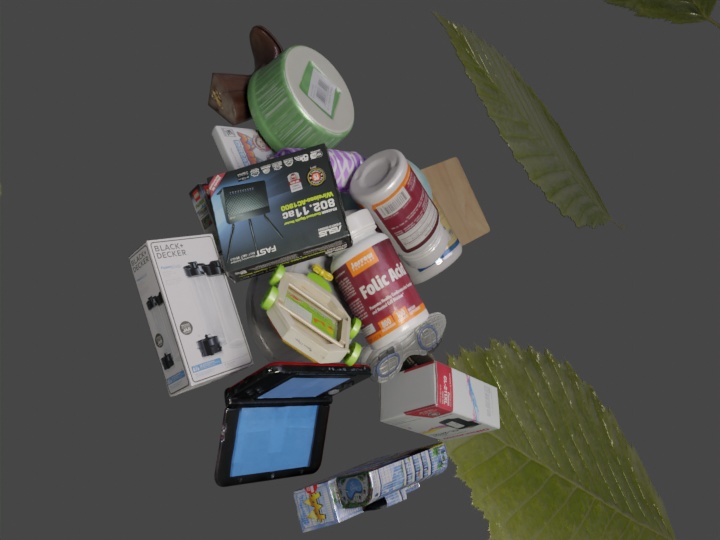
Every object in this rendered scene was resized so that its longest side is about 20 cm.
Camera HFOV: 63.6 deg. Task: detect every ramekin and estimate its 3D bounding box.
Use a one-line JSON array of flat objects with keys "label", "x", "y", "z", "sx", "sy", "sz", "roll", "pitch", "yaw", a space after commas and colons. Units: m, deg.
[{"label": "ramekin", "x": -0.087, "y": 0.061, "z": 0.967, "sx": 0.199, "sy": 0.093, "sz": 0.209, "roll": 27, "pitch": 50, "yaw": -37}, {"label": "ramekin", "x": -0.101, "y": -0.304, "z": 1.060, "sx": 0.197, "sy": 0.096, "sz": 0.206, "roll": 27, "pitch": 51, "yaw": -38}]

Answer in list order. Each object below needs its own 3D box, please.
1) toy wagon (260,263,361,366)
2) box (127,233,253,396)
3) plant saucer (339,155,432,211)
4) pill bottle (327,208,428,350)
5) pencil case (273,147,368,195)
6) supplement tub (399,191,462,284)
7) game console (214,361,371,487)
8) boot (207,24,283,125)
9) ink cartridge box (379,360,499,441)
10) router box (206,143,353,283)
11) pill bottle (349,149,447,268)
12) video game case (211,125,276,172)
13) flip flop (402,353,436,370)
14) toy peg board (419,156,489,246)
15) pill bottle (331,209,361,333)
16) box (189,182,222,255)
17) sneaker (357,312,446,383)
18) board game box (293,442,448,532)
[{"label": "toy wagon", "x": -0.068, "y": 0.055, "z": 0.849, "sx": 0.153, "sy": 0.040, "sz": 0.201, "roll": 36, "pitch": 20, "yaw": -14}, {"label": "box", "x": -0.238, "y": 0.058, "z": 0.820, "sx": 0.115, "sy": 0.059, "sz": 0.206, "roll": -9, "pitch": 77, "yaw": -51}, {"label": "plant saucer", "x": 0.049, "y": -0.125, "z": 1.152, "sx": 0.205, "sy": 0.197, "sz": 0.039, "roll": 58, "pitch": 7, "yaw": -5}, {"label": "pill bottle", "x": 0.019, "y": 0.013, "z": 0.945, "sx": 0.113, "sy": 0.113, "sz": 0.204, "roll": -24, "pitch": 84, "yaw": -51}, {"label": "pencil case", "x": -0.068, "y": -0.168, "z": 1.025, "sx": 0.197, "sy": 0.083, "sz": 0.088, "roll": -9, "pitch": 76, "yaw": -48}, {"label": "supplement tub", "x": 0.115, "y": -0.091, "z": 1.246, "sx": 0.204, "sy": 0.143, "sz": 0.144, "roll": 59, "pitch": 39, "yaw": -6}, {"label": "game console", "x": -0.089, "y": 0.215, "z": 0.821, "sx": 0.196, "sy": 0.170, "sz": 0.122, "roll": 10, "pitch": 57, "yaw": -45}, {"label": "boot", "x": -0.219, "y": -0.370, "z": 1.087, "sx": 0.198, "sy": 0.064, "sz": 0.191, "roll": -28, "pitch": 89, "yaw": -47}, {"label": "ink cartridge box", "x": 0.151, "y": 0.251, "z": 1.094, "sx": 0.197, "sy": 0.144, "sz": 0.085, "roll": 27, "pitch": 51, "yaw": -36}, {"label": "router box", "x": -0.122, "y": -0.086, "z": 0.879, "sx": 0.062, "sy": 0.193, "sz": 0.155, "roll": 80, "pitch": -7, "yaw": -76}, {"label": "pill bottle", "x": 0.075, "y": -0.104, "z": 1.043, "sx": 0.201, "sy": 0.111, "sz": 0.117, "roll": 50, "pitch": 38, "yaw": -38}, {"label": "video game case", "x": -0.149, "y": -0.160, "z": 1.015, "sx": 0.179, "sy": 0.024, "sz": 0.204, "roll": -9, "pitch": 66, "yaw": -50}, {"label": "flip flop", "x": 0.092, "y": 0.139, "z": 1.156, "sx": 0.203, "sy": 0.080, "sz": 0.058, "roll": 55, "pitch": 10, "yaw": -8}, {"label": "toy peg board", "x": 0.188, "y": -0.143, "z": 1.420, "sx": 0.196, "sy": 0.097, "sz": 0.205, "roll": -24, "pitch": 87, "yaw": -36}, {"label": "pill bottle", "x": 0.000, "y": 0.000, "z": 1.080, "sx": 0.111, "sy": 0.112, "sz": 0.205, "roll": -3, "pitch": 64, "yaw": -49}, {"label": "box", "x": -0.186, "y": -0.098, "z": 0.988, "sx": 0.198, "sy": 0.034, "sz": 0.113, "roll": -19, "pitch": 84, "yaw": -52}, {"label": "sneaker", "x": 0.076, "y": 0.126, "z": 1.078, "sx": 0.196, "sy": 0.086, "sz": 0.077, "roll": -24, "pitch": 119, "yaw": -26}, {"label": "board game box", "x": 0.008, "y": 0.331, "z": 0.882, "sx": 0.195, "sy": 0.199, "sz": 0.064, "roll": -9, "pitch": 73, "yaw": -35}]
